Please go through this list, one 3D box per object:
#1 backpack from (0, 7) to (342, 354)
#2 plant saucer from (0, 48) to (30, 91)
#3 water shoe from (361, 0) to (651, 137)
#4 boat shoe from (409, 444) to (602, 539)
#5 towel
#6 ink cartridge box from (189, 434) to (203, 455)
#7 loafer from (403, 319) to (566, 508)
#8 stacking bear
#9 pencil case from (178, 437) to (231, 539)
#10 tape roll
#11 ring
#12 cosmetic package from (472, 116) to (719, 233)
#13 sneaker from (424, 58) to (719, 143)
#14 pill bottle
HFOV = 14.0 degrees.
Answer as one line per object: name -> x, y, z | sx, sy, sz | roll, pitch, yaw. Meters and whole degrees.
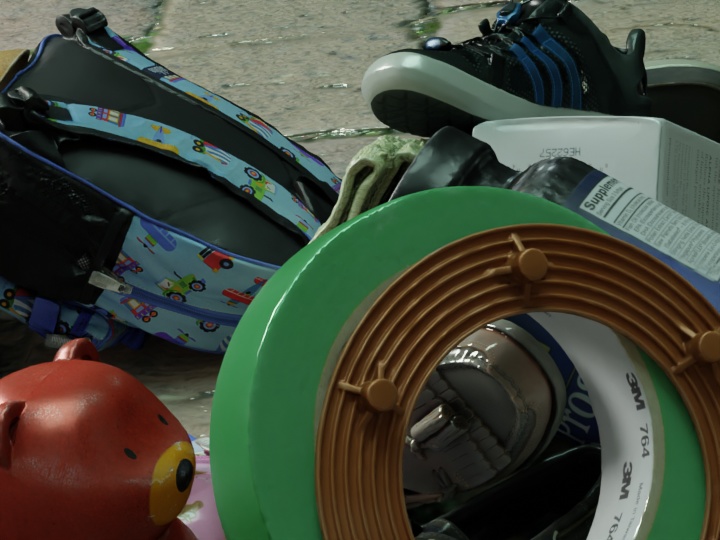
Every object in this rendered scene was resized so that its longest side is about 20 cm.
backpack -> -0.110, -0.027, 1.558 | 0.200, 0.135, 0.183 | 26, 24, -2
plant saucer -> -0.241, -0.039, 1.565 | 0.035, 0.200, 0.200 | 29, 22, -4
water shoe -> 0.071, -0.101, 1.446 | 0.071, 0.079, 0.200 | 0, -6, 38
boat shoe -> 0.031, 0.126, 1.196 | 0.200, 0.057, 0.069 | -21, 24, -34
towel -> 0.000, 0.000, 1.381 | 0.036, 0.148, 0.200 | 32, 9, 11
ink cartridge box -> -0.099, 0.119, 1.293 | 0.119, 0.042, 0.200 | -18, 21, -27
loafer -> 0.019, 0.077, 1.261 | 0.063, 0.072, 0.200 | -39, 4, -29
stacking bear -> -0.091, 0.127, 1.027 | 0.114, 0.200, 0.121 | 4, 23, 28
pencil case -> -0.131, 0.100, 1.143 | 0.200, 0.087, 0.083 | 8, -23, -14
tape roll -> 0.042, 0.069, 1.139 | 0.200, 0.201, 0.048 | -17, -3, -24
ring -> 0.078, 0.079, 1.116 | 0.200, 0.201, 0.019 | -17, -2, -24
cosmetic package -> 0.140, -0.024, 1.426 | 0.102, 0.074, 0.200 | 1, -5, 28
sneaker -> 0.133, -0.054, 1.650 | 0.200, 0.075, 0.106 | -18, 25, -2
pill bottle -> 0.105, 0.020, 1.272 | 0.200, 0.112, 0.112 | 28, 30, 11
